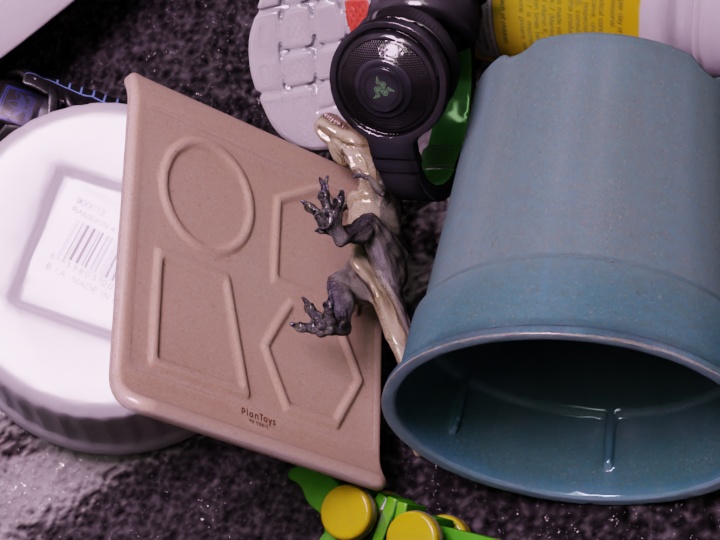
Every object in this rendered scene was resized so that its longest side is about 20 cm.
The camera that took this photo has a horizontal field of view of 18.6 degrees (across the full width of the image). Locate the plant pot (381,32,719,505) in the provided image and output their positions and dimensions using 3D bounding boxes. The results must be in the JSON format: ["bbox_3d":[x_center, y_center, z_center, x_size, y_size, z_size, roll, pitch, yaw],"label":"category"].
[{"bbox_3d":[0.123,-0.006,1.161,0.199,0.200,0.197,0,61,19],"label":"plant pot"}]

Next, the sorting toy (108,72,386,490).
[{"bbox_3d":[-0.060,0.009,1.180,0.036,0.185,0.201,-27,54,39],"label":"sorting toy"}]

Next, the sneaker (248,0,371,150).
[{"bbox_3d":[-0.018,-0.171,1.256,0.077,0.082,0.201,3,106,16],"label":"sneaker"}]

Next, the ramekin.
[{"bbox_3d":[-0.144,0.001,1.256,0.199,0.098,0.202,0,80,-1],"label":"ramekin"}]

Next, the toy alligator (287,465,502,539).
[{"bbox_3d":[0.040,0.160,1.187,0.199,0.059,0.055,19,90,25],"label":"toy alligator"}]

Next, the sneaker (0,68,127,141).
[{"bbox_3d":[-0.180,-0.081,1.349,0.199,0.078,0.070,10,72,22],"label":"sneaker"}]

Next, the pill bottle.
[{"bbox_3d":[0.139,-0.167,1.255,0.199,0.114,0.115,11,73,23],"label":"pill bottle"}]

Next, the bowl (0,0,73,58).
[{"bbox_3d":[-0.238,-0.223,1.384,0.199,0.075,0.200,-39,36,-7],"label":"bowl"}]

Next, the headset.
[{"bbox_3d":[0.015,-0.128,1.181,0.093,0.201,0.124,4,46,19],"label":"headset"}]

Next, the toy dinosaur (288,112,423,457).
[{"bbox_3d":[0.000,0.000,1.186,0.047,0.088,0.201,-18,75,30],"label":"toy dinosaur"}]
